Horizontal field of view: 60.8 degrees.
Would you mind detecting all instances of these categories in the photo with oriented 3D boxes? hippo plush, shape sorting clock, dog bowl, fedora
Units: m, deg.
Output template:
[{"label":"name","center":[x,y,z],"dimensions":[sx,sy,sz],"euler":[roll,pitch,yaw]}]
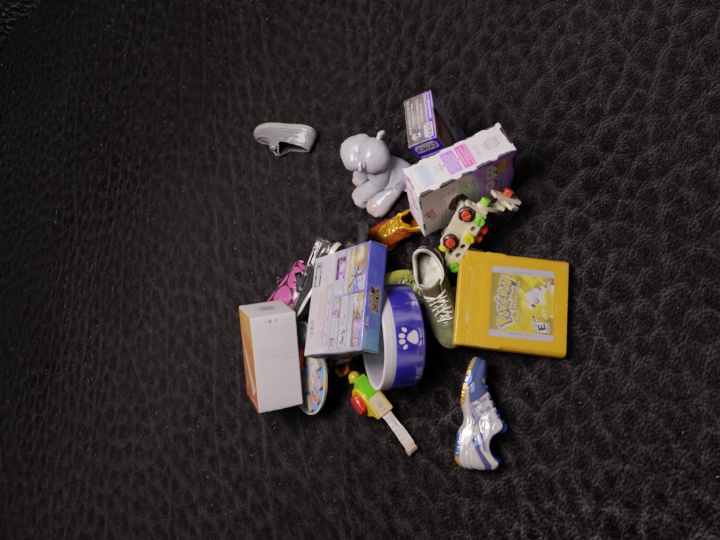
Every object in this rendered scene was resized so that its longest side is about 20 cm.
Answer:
[{"label":"hippo plush","center":[0.030,-0.212,1.339],"dimensions":[0.199,0.161,0.160],"euler":[25,88,37]},{"label":"shape sorting clock","center":[-0.121,0.210,1.321],"dimensions":[0.200,0.039,0.201],"euler":[8,99,63]},{"label":"dog bowl","center":[0.058,0.127,1.185],"dimensions":[0.078,0.200,0.201],"euler":[-4,65,-13]},{"label":"fedora","center":[0.000,0.000,1.300],"dimensions":[0.201,0.091,0.202],"euler":[-161,90,-75]}]

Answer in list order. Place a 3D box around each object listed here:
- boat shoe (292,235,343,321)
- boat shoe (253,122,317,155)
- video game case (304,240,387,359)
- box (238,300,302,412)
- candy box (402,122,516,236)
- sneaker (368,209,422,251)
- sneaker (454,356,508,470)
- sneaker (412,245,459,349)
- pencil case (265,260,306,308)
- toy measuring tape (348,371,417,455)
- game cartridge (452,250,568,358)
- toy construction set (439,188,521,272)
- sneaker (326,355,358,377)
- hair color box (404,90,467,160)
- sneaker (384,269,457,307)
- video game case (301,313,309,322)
[{"label":"boat shoe","center":[-0.109,0.014,1.312],"dimensions":[0.066,0.074,0.200],"euler":[33,115,12]},{"label":"boat shoe","center":[-0.204,-0.336,1.592],"dimensions":[0.200,0.070,0.072],"euler":[7,75,32]},{"label":"video game case","center":[-0.029,0.060,1.155],"dimensions":[0.181,0.045,0.201],"euler":[-16,64,51]},{"label":"box","center":[-0.191,0.178,1.297],"dimensions":[0.124,0.097,0.201],"euler":[-159,63,-67]},{"label":"candy box","center":[0.190,-0.169,1.175],"dimensions":[0.199,0.168,0.072],"euler":[-26,66,-1]},{"label":"sneaker","center":[0.081,-0.096,1.321],"dimensions":[0.199,0.077,0.073],"euler":[-24,64,27]},{"label":"sneaker","center":[0.227,0.260,1.116],"dimensions":[0.088,0.075,0.201],"euler":[3,82,22]},{"label":"sneaker","center":[0.137,0.047,1.132],"dimensions":[0.067,0.090,0.201],"euler":[-19,75,16]},{"label":"pencil case","center":[-0.165,0.071,1.397],"dimensions":[0.094,0.091,0.200],"euler":[41,95,33]},{"label":"toy measuring tape","center":[0.039,0.288,1.236],"dimensions":[0.074,0.074,0.200],"euler":[-43,75,14]},{"label":"game cartridge","center":[0.272,0.059,1.107],"dimensions":[0.199,0.032,0.177],"euler":[7,75,-1]},{"label":"toy construction set","center":[0.226,-0.068,1.168],"dimensions":[0.092,0.131,0.201],"euler":[-103,36,-72]},{"label":"sneaker","center":[-0.031,0.151,1.276],"dimensions":[0.077,0.078,0.200],"euler":[52,148,21]},{"label":"hair color box","center":[0.162,-0.260,1.245],"dimensions":[0.065,0.200,0.110],"euler":[-16,66,28]},{"label":"sneaker","center":[0.119,0.035,1.250],"dimensions":[0.199,0.076,0.076],"euler":[13,82,36]},{"label":"video game case","center":[-0.078,0.051,1.410],"dimensions":[0.199,0.019,0.144],"euler":[-17,65,29]}]
